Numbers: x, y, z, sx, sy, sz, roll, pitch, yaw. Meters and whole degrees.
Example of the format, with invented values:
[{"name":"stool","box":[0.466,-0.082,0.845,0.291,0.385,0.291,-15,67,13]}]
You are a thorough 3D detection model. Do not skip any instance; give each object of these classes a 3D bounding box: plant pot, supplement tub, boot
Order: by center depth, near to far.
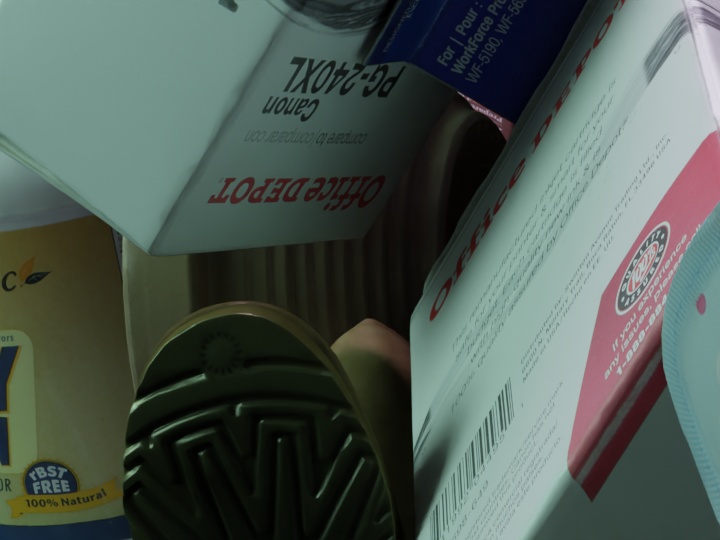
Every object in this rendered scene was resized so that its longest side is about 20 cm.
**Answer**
[{"name":"boot","box":[-0.008,0.060,0.799,0.200,0.066,0.176,-75,-27,-69]},{"name":"plant pot","box":[0.000,0.000,0.969,0.201,0.092,0.202,-1,-90,-70]},{"name":"supplement tub","box":[-0.105,-0.003,1.045,0.145,0.144,0.201,-96,-4,-69]}]

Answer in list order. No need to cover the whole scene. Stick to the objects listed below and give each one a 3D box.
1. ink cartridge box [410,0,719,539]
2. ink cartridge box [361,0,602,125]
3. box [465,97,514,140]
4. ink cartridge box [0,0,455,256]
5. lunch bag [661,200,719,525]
[{"name":"ink cartridge box","box":[0.078,0.016,0.707,0.146,0.084,0.200,-59,14,22]},{"name":"ink cartridge box","box":[0.078,-0.095,0.831,0.100,0.039,0.200,-59,-19,22]},{"name":"box","box":[0.008,-0.075,1.181,0.075,0.100,0.200,-58,12,31]},{"name":"ink cartridge box","box":[-0.007,-0.106,0.795,0.201,0.083,0.145,-59,-19,16]},{"name":"lunch bag","box":[0.132,-0.020,0.452,0.170,0.127,0.201,133,153,-61]}]
